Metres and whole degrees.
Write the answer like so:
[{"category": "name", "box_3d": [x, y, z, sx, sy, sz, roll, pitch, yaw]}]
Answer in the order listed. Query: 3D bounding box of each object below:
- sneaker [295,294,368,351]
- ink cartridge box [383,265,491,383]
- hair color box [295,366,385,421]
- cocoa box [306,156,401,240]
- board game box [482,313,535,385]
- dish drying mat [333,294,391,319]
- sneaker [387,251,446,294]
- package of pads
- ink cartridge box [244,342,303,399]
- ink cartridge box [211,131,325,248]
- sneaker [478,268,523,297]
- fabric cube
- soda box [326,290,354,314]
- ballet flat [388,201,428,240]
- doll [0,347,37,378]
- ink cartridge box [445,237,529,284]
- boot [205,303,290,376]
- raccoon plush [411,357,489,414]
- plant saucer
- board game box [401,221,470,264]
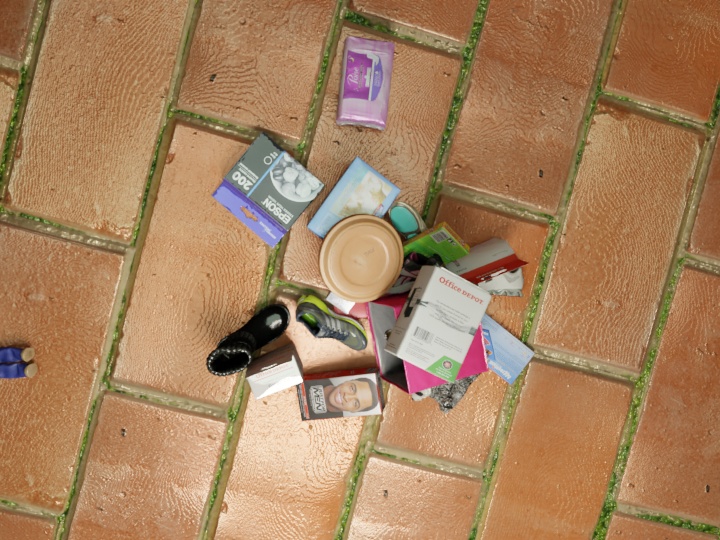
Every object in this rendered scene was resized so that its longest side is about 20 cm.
[{"category": "sneaker", "box_3d": [-0.074, 0.140, 1.470, 0.199, 0.081, 0.074, 29, 122, -2]}, {"category": "ink cartridge box", "box_3d": [0.160, 0.107, 1.275, 0.146, 0.083, 0.201, 28, 84, -17]}, {"category": "hair color box", "box_3d": [-0.048, 0.295, 1.473, 0.199, 0.061, 0.102, -9, 94, 13]}, {"category": "cocoa box", "box_3d": [-0.019, -0.143, 1.442, 0.133, 0.131, 0.201, 36, 90, -6]}, {"category": "board game box", "box_3d": [0.331, 0.187, 1.547, 0.200, 0.019, 0.103, 38, 88, -6]}, {"category": "dish drying mat", "box_3d": [0.031, 0.075, 1.516, 0.198, 0.018, 0.077, -8, 95, -4]}, {"category": "sneaker", "box_3d": [0.119, -0.002, 1.448, 0.199, 0.080, 0.087, -7, 109, 33]}, {"category": "package of pads", "box_3d": [0.010, -0.438, 1.456, 0.120, 0.076, 0.202, 6, 93, -7]}, {"category": "ink cartridge box", "box_3d": [-0.195, 0.232, 1.413, 0.116, 0.200, 0.068, -21, 95, -3]}, {"category": "ink cartridge box", "box_3d": [-0.220, -0.190, 1.468, 0.198, 0.043, 0.200, 39, 91, -6]}, {"category": "sneaker", "box_3d": [0.305, 0.016, 1.512, 0.199, 0.074, 0.089, 2, 94, -15]}, {"category": "fabric cube", "box_3d": [0.148, 0.147, 1.422, 0.198, 0.200, 0.198, -14, 96, -17]}, {"category": "soda box", "box_3d": [0.000, 0.000, 1.456, 0.064, 0.068, 0.200, 35, 97, -6]}, {"category": "ballet flat", "box_3d": [0.121, -0.109, 1.451, 0.067, 0.200, 0.063, -7, 51, 25]}, {"category": "doll", "box_3d": [-0.861, 0.210, 1.430, 0.198, 0.048, 0.137, -4, 103, 2]}, {"category": "ink cartridge box", "box_3d": [0.281, -0.021, 1.440, 0.162, 0.200, 0.057, -22, 95, -4]}, {"category": "boot", "box_3d": [-0.253, 0.161, 1.425, 0.211, 0.158, 0.080, -37, 96, -2]}, {"category": "raccoon plush", "box_3d": [0.204, 0.252, 1.521, 0.134, 0.097, 0.200, 42, 70, 4]}, {"category": "plant saucer", "box_3d": [0.004, -0.025, 1.377, 0.199, 0.032, 0.202, -4, 104, -18]}, {"category": "board game box", "box_3d": [0.150, -0.040, 1.450, 0.095, 0.030, 0.199, 42, 134, -22]}]
